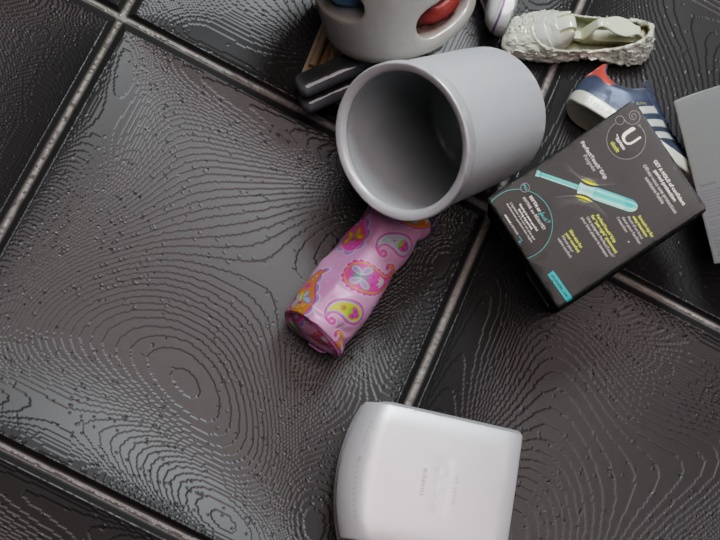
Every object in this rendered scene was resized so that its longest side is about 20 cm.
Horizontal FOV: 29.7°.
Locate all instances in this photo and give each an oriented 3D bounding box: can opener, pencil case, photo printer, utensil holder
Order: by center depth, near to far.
[{"bbox_3d":[0.070,0.237,1.490,0.197,0.069,0.169,14,73,-8],"label":"photo printer"},{"bbox_3d":[0.095,-0.158,1.512,0.199,0.169,0.171,-23,78,-54],"label":"utensil holder"},{"bbox_3d":[0.000,0.000,1.534,0.087,0.087,0.201,37,71,0],"label":"pencil case"},{"bbox_3d":[0.012,-0.247,1.576,0.198,0.053,0.067,-29,53,-12],"label":"can opener"}]

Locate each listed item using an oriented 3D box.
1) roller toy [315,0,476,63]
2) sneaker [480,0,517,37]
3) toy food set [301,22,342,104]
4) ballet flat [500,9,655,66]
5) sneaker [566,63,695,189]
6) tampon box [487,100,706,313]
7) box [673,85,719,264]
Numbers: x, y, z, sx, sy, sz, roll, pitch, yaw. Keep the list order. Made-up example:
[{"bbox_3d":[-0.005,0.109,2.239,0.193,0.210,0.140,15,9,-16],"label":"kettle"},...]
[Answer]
[{"bbox_3d":[0.035,-0.338,1.514,0.197,0.141,0.184,-9,45,10],"label":"roller toy"},{"bbox_3d":[0.143,-0.382,1.675,0.113,0.073,0.203,9,63,-5],"label":"sneaker"},{"bbox_3d":[0.021,-0.277,1.622,0.142,0.060,0.202,23,72,-5],"label":"toy food set"},{"bbox_3d":[0.273,-0.296,1.677,0.197,0.072,0.073,1,75,-11],"label":"ballet flat"},{"bbox_3d":[0.353,-0.179,1.656,0.199,0.075,0.085,36,71,-2],"label":"sneaker"},{"bbox_3d":[0.265,-0.068,1.552,0.199,0.126,0.151,-33,84,2],"label":"tampon box"},{"bbox_3d":[0.468,-0.124,1.612,0.123,0.097,0.203,-15,91,-41],"label":"box"}]
